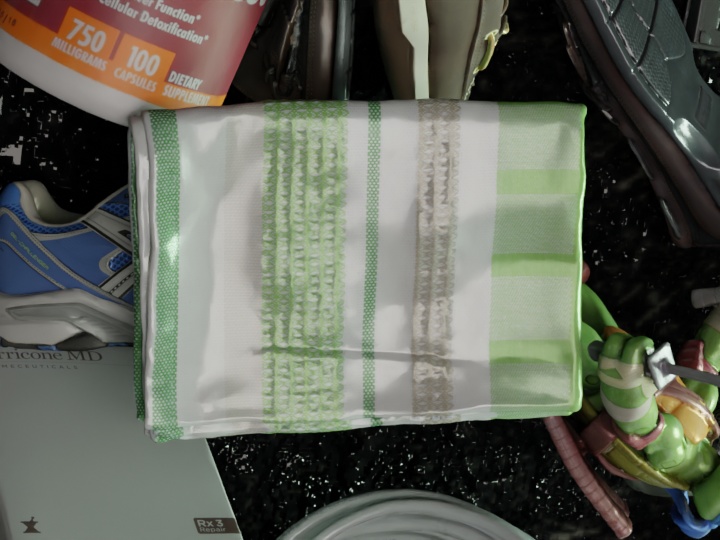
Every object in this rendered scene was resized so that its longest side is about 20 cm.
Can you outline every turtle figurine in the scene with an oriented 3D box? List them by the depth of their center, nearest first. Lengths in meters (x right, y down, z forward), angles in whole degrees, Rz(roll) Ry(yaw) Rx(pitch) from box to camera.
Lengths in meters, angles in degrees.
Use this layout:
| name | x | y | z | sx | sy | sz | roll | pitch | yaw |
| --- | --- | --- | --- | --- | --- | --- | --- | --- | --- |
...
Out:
| name | x | y | z | sx | sy | sz | roll | pitch | yaw |
| --- | --- | --- | --- | --- | --- | --- | --- | --- | --- |
| turtle figurine | 0.138 | 0.016 | 1.263 | 0.194 | 0.200 | 0.144 | 37 | 57 | 7 |

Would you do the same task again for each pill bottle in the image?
| name | x | y | z | sx | sy | sz | roll | pitch | yaw |
| --- | --- | --- | --- | --- | --- | --- | --- | --- | --- |
| pill bottle | -0.080 | -0.168 | 1.179 | 0.113 | 0.113 | 0.201 | 20 | 102 | -22 |

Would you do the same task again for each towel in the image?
| name | x | y | z | sx | sy | sz | roll | pitch | yaw |
| --- | --- | --- | --- | --- | --- | --- | --- | --- | --- |
| towel | 0.000 | 0.000 | 1.168 | 0.199 | 0.031 | 0.150 | -2 | 107 | -7 |

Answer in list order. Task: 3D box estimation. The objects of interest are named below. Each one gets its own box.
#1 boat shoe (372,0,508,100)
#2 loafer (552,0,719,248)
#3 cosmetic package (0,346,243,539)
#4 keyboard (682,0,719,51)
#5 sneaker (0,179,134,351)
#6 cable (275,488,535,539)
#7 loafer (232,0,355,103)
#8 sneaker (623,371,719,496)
| name | x | y | z | sx | sy | sz | roll | pitch | yaw |
| --- | --- | --- | --- | --- | --- | --- | --- | --- | --- |
| boat shoe | 0.038 | -0.118 | 1.204 | 0.059 | 0.200 | 0.072 | -18 | 68 | -4 |
| loafer | 0.133 | -0.085 | 1.301 | 0.063 | 0.072 | 0.200 | -21 | 120 | 34 |
| cosmetic package | -0.121 | 0.121 | 1.214 | 0.112 | 0.200 | 0.081 | 2 | 126 | -23 |
| keyboard | 0.254 | -0.115 | 1.353 | 0.199 | 0.021 | 0.128 | 6 | 101 | -18 |
| sneaker | -0.082 | -0.003 | 1.229 | 0.199 | 0.076 | 0.077 | 0 | 96 | 10 |
| cable | 0.024 | 0.207 | 1.291 | 0.199 | 0.069 | 0.201 | 6 | 84 | 19 |
| loafer | -0.038 | -0.074 | 1.252 | 0.063 | 0.072 | 0.201 | 0 | 111 | -8 |
| sneaker | 0.213 | 0.040 | 1.366 | 0.199 | 0.076 | 0.115 | -21 | 112 | -13 |
